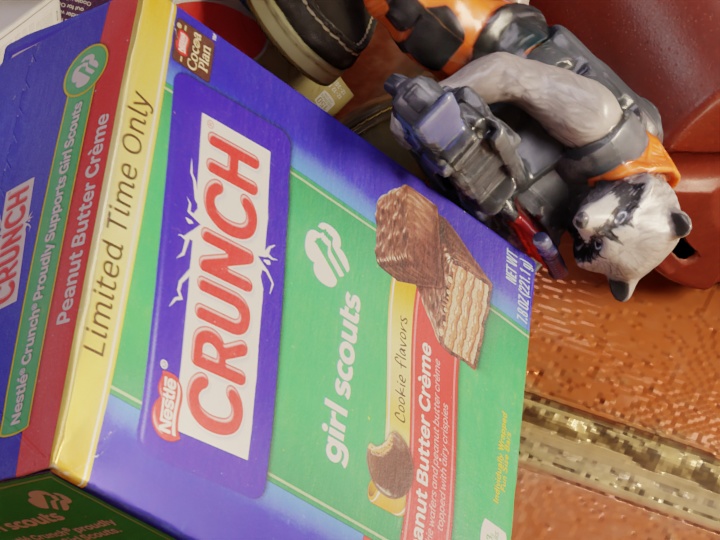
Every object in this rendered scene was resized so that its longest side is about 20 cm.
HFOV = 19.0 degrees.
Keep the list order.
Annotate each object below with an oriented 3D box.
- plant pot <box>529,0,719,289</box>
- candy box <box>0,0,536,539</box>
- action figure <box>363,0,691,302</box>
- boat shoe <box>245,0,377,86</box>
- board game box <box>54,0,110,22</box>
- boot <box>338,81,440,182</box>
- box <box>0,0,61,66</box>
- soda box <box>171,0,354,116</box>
[{"bbox_3d":[0.149,-0.110,0.904,0.201,0.201,0.195,-11,52,-15],"label":"plant pot"},{"bbox_3d":[-0.035,0.032,0.694,0.077,0.200,0.169,-20,51,39],"label":"candy box"},{"bbox_3d":[0.052,-0.077,0.779,0.105,0.200,0.193,-36,79,2],"label":"action figure"},{"bbox_3d":[-0.010,-0.160,0.921,0.065,0.073,0.200,-30,38,25],"label":"boat shoe"},{"bbox_3d":[-0.188,-0.130,0.838,0.200,0.120,0.032,15,16,-3],"label":"board game box"},{"bbox_3d":[0.000,0.000,0.868,0.097,0.075,0.200,43,53,12],"label":"boot"},{"bbox_3d":[-0.190,-0.068,0.742,0.144,0.036,0.200,0,14,2],"label":"box"},{"bbox_3d":[-0.097,-0.124,0.899,0.200,0.064,0.068,53,48,-11],"label":"soda box"}]
